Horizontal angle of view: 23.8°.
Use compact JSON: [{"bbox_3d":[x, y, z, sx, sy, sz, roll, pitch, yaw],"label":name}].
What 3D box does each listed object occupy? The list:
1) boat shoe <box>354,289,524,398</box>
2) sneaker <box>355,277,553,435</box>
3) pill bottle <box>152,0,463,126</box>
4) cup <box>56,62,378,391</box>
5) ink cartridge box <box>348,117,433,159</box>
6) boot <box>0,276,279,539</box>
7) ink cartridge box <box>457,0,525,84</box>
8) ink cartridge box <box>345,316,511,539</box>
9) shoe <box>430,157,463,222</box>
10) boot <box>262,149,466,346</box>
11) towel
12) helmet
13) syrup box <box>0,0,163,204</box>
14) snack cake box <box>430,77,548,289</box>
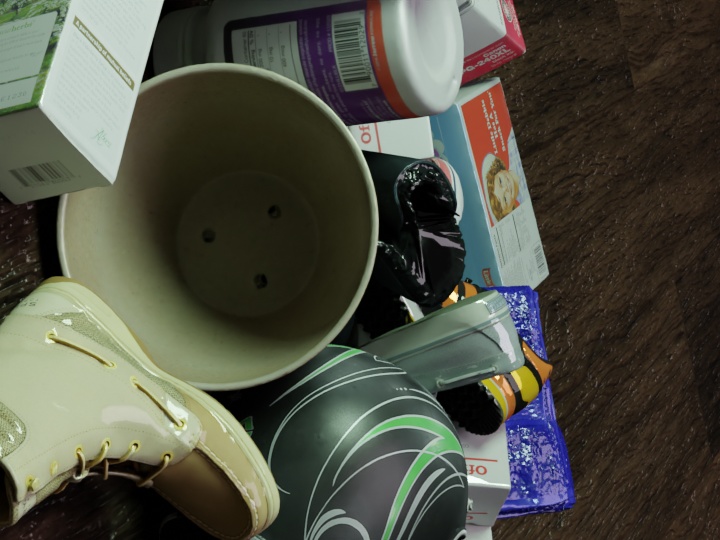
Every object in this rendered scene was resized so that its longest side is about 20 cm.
[{"bbox_3d":[0.030,0.080,1.235,0.070,0.200,0.072,-24,89,-57],"label":"boat shoe"},{"bbox_3d":[0.063,0.031,1.309,0.090,0.070,0.200,-30,72,-35],"label":"sneaker"},{"bbox_3d":[-0.039,-0.152,1.181,0.111,0.199,0.112,-4,90,-65],"label":"pill bottle"},{"bbox_3d":[-0.083,-0.022,1.110,0.143,0.199,0.201,43,40,-84],"label":"cup"},{"bbox_3d":[0.018,-0.138,1.352,0.200,0.066,0.116,-64,145,-86],"label":"ink cartridge box"},{"bbox_3d":[-0.151,0.109,0.973,0.200,0.073,0.155,46,35,-2],"label":"boot"},{"bbox_3d":[0.055,-0.270,1.498,0.200,0.083,0.146,28,45,-57],"label":"ink cartridge box"},{"bbox_3d":[0.051,0.129,1.317,0.068,0.115,0.201,106,-16,-53],"label":"ink cartridge box"},{"bbox_3d":[0.027,-0.048,1.422,0.091,0.071,0.201,64,35,-36],"label":"shoe"},{"bbox_3d":[0.000,0.000,1.217,0.076,0.168,0.201,-21,120,-33],"label":"boot"},{"bbox_3d":[0.104,0.108,1.427,0.147,0.050,0.201,-2,72,-27],"label":"towel"},{"bbox_3d":[-0.023,0.144,1.144,0.191,0.199,0.200,-54,131,-32],"label":"helmet"},{"bbox_3d":[-0.180,-0.148,1.045,0.081,0.078,0.201,50,41,-45],"label":"syrup box"},{"bbox_3d":[0.105,-0.067,1.581,0.115,0.067,0.201,-35,113,-58],"label":"snack cake box"}]
